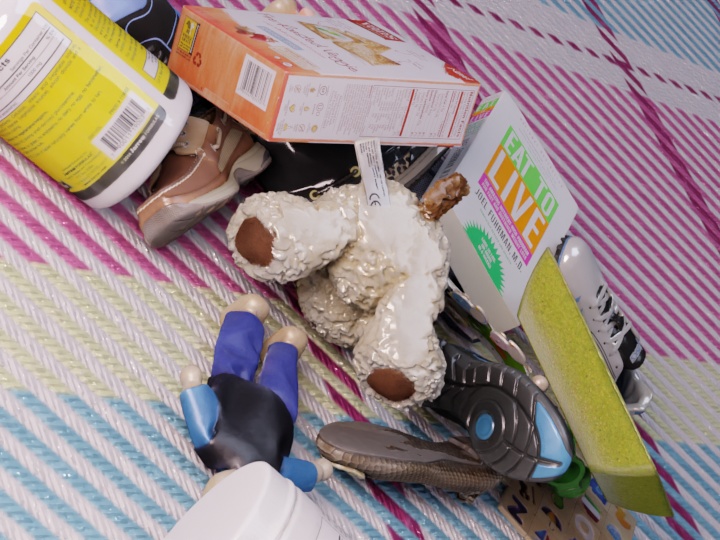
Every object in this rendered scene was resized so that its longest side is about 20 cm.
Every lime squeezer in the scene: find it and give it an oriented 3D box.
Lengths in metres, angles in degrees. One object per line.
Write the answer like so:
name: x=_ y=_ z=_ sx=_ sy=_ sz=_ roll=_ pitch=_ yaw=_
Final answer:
lime squeezer: x=0.171 y=0.151 z=1.661 sx=0.200 sy=0.037 sz=0.071 roll=38 pitch=57 yaw=-72

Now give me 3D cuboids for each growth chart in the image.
growth chart: x=0.082 y=0.035 z=1.625 sx=0.200 sy=0.018 sz=0.145 roll=46 pitch=-5 yaw=15

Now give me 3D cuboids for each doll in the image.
doll: x=-0.073 y=0.104 z=1.390 sx=0.136 sy=0.048 sz=0.201 roll=40 pitch=30 yaw=-19

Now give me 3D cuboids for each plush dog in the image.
plush dog: x=0.000 y=0.000 z=1.511 sx=0.200 sy=0.172 sz=0.161 roll=44 pitch=68 yaw=-4

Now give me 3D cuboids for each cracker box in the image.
cracker box: x=-0.026 y=-0.145 z=1.501 sx=0.199 sy=0.058 sz=0.134 roll=-1 pitch=26 yaw=-43

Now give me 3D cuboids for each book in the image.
book: x=0.116 y=-0.053 z=1.723 sx=0.134 sy=0.048 sz=0.200 roll=60 pitch=32 yaw=-19

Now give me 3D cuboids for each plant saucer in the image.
plant saucer: x=0.184 y=0.103 z=1.619 sx=0.200 sy=0.048 sz=0.201 roll=53 pitch=13 yaw=-69

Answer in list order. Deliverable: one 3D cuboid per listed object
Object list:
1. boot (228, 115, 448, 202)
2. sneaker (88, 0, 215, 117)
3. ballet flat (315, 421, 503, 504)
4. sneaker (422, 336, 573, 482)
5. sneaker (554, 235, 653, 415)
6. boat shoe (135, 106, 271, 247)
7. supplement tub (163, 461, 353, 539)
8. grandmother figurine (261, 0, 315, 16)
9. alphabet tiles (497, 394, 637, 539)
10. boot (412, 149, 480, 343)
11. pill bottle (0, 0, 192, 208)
boot: x=-0.013 y=-0.117 z=1.636 sx=0.151 sy=0.073 sz=0.200 roll=44 pitch=72 yaw=-1
sneaker: x=-0.154 y=-0.161 z=1.518 sx=0.078 sy=0.070 sz=0.200 roll=61 pitch=12 yaw=10
ballet flat: x=0.038 y=0.149 z=1.513 sx=0.199 sy=0.047 sz=0.067 roll=11 pitch=18 yaw=-49
sneaker: x=0.110 y=0.105 z=1.561 sx=0.082 sy=0.074 sz=0.200 roll=19 pitch=12 yaw=-39
sneaker: x=0.215 y=0.049 z=1.782 sx=0.072 sy=0.072 sz=0.201 roll=-58 pitch=139 yaw=-38
boat shoe: x=-0.129 y=-0.074 z=1.488 sx=0.072 sy=0.075 sz=0.200 roll=54 pitch=18 yaw=-6
supplement tub: x=-0.031 y=0.229 z=1.221 sx=0.200 sy=0.132 sz=0.132 roll=44 pitch=29 yaw=-13
grandmother figurine: x=-0.034 y=-0.140 z=1.723 sx=0.121 sy=0.060 sz=0.201 roll=19 pitch=42 yaw=-55
alphabet tiles: x=0.171 y=0.188 z=1.706 sx=0.167 sy=0.006 sz=0.200 roll=48 pitch=28 yaw=-7
boot: x=0.066 y=-0.036 z=1.727 sx=0.200 sy=0.072 sz=0.091 roll=51 pitch=30 yaw=-18
pill bottle: x=-0.223 y=-0.143 z=1.385 sx=0.200 sy=0.112 sz=0.113 roll=40 pitch=30 yaw=-22
